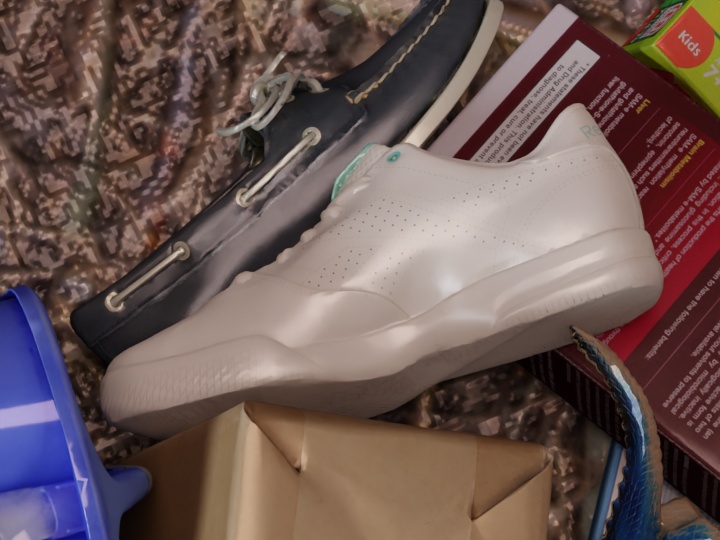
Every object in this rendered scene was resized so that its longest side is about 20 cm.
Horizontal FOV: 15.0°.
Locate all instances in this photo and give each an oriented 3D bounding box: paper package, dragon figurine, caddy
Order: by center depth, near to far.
[{"bbox_3d":[-0.024,0.148,0.894,0.103,0.200,0.192,9,77,-17],"label":"paper package"},{"bbox_3d":[-0.120,0.081,0.897,0.104,0.200,0.142,-14,90,-13],"label":"caddy"},{"bbox_3d":[0.087,0.127,0.939,0.099,0.059,0.201,-27,115,-7],"label":"dragon figurine"}]

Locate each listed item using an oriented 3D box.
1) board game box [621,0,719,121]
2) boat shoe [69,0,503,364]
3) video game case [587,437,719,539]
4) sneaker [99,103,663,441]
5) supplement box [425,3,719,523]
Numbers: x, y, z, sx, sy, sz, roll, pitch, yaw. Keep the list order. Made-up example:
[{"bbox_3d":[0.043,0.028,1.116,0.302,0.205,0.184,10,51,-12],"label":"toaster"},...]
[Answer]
[{"bbox_3d":[0.201,-0.117,1.042,0.102,0.048,0.200,45,78,-8],"label":"board game box"},{"bbox_3d":[-0.026,-0.038,1.011,0.062,0.075,0.200,41,87,-5],"label":"boat shoe"},{"bbox_3d":[0.183,0.117,1.013,0.199,0.018,0.144,15,76,0],"label":"video game case"},{"bbox_3d":[0.000,0.000,0.953,0.199,0.075,0.089,-17,73,1],"label":"sneaker"},{"bbox_3d":[0.116,0.007,0.996,0.200,0.061,0.109,39,78,18],"label":"supplement box"}]
